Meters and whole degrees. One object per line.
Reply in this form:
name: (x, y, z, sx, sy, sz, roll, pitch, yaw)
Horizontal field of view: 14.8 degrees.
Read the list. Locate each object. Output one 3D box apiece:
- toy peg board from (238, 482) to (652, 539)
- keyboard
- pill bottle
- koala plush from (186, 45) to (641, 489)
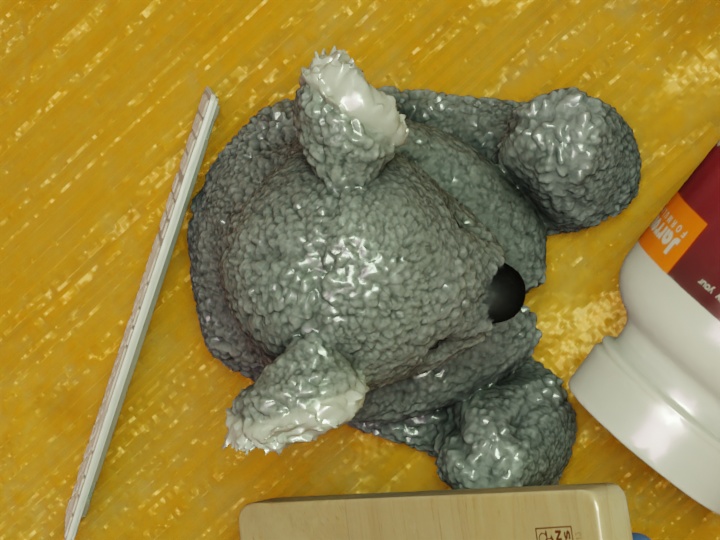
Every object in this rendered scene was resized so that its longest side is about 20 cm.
toy peg board: (0.063, 0.182, 1.103, 0.199, 0.098, 0.201, -8, 90, 46)
keyboard: (-0.094, 0.019, 1.187, 0.011, 0.056, 0.201, 18, 95, -2)
pill bottle: (0.176, -0.006, 1.102, 0.113, 0.113, 0.200, 39, 98, 8)
koala plush: (0.000, 0.000, 1.093, 0.183, 0.200, 0.178, 14, 95, 11)
